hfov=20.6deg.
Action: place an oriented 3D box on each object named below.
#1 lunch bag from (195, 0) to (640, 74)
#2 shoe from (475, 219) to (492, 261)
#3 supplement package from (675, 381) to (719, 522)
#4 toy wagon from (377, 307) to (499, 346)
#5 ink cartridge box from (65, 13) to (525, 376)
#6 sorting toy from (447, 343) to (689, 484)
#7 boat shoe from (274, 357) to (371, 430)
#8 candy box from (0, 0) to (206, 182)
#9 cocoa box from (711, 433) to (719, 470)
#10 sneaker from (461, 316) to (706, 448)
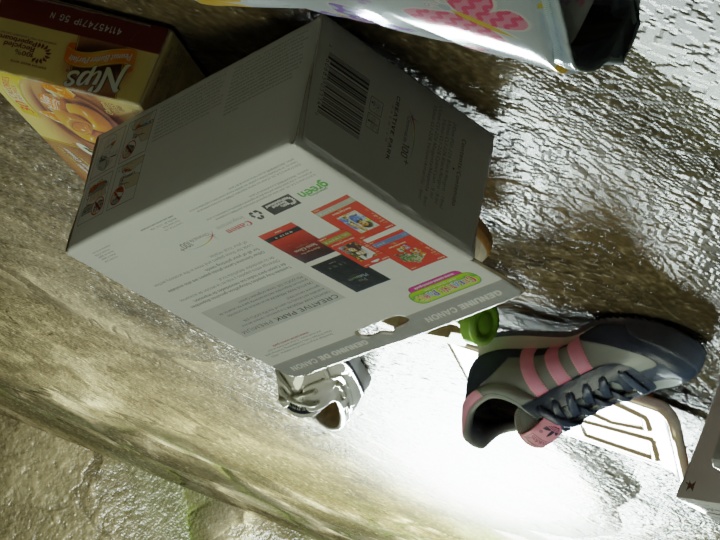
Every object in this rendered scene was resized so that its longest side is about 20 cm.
[{"bbox_3d":[0.005,-0.149,0.644,0.169,0.127,0.200,15,155,22],"label":"lunch bag"},{"bbox_3d":[-0.010,-0.043,1.203,0.200,0.054,0.070,28,165,-19],"label":"shoe"},{"bbox_3d":[0.318,0.137,1.242,0.200,0.114,0.109,29,166,-26],"label":"supplement package"},{"bbox_3d":[0.000,0.000,1.384,0.155,0.040,0.200,9,160,43],"label":"toy wagon"},{"bbox_3d":[-0.030,-0.031,1.095,0.175,0.084,0.200,32,144,-33],"label":"ink cartridge box"},{"bbox_3d":[0.162,0.096,1.514,0.199,0.037,0.185,23,167,19],"label":"sorting toy"},{"bbox_3d":[-0.042,0.095,1.738,0.071,0.070,0.200,19,166,16],"label":"boat shoe"},{"bbox_3d":[-0.140,-0.093,1.217,0.115,0.055,0.200,16,165,21],"label":"candy box"},{"bbox_3d":[0.306,0.089,1.037,0.131,0.134,0.200,6,158,49],"label":"cocoa box"},{"bbox_3d":[0.148,0.084,1.344,0.070,0.082,0.200,36,151,-28],"label":"sneaker"}]
